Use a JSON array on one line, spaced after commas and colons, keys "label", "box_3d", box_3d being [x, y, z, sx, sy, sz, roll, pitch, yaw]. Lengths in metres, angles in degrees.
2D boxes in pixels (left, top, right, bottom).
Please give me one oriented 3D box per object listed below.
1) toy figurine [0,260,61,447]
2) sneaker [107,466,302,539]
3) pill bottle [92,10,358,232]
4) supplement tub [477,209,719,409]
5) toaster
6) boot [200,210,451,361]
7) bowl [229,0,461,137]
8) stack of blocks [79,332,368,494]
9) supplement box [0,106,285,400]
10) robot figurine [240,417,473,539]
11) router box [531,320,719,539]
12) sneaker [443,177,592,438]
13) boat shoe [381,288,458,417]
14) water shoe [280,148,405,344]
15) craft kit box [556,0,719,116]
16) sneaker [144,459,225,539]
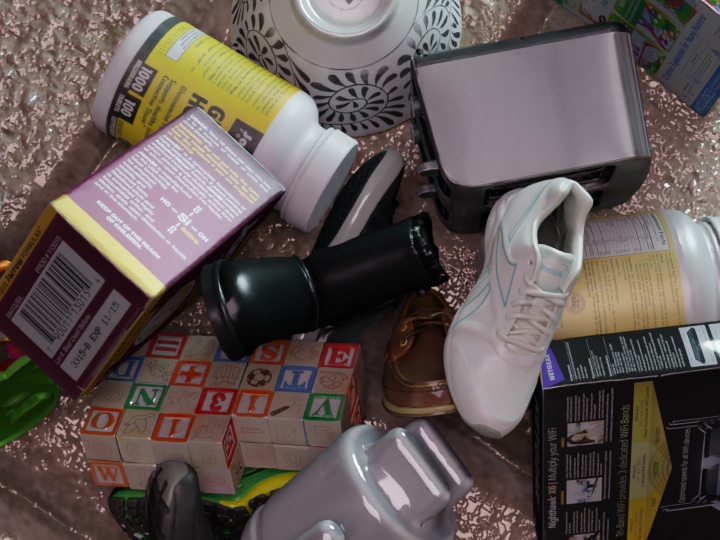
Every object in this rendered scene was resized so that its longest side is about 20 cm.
[{"label": "toy figurine", "box_3d": [-0.320, 0.031, 1.354, 0.199, 0.150, 0.185, -33, 70, 17]}, {"label": "sneaker", "box_3d": [-0.103, 0.173, 1.372, 0.199, 0.078, 0.085, -9, 43, 5]}, {"label": "pill bottle", "box_3d": [-0.107, -0.117, 1.396, 0.199, 0.112, 0.113, 30, 81, 6]}, {"label": "supplement tub", "box_3d": [0.199, 0.029, 1.353, 0.199, 0.145, 0.146, -6, 79, -2]}, {"label": "toaster", "box_3d": [0.138, -0.113, 1.364, 0.199, 0.181, 0.119, -10, 80, -1]}, {"label": "boot", "box_3d": [-0.022, 0.008, 1.269, 0.161, 0.198, 0.074, -17, 86, 8]}, {"label": "bowl", "box_3d": [-0.012, -0.220, 1.427, 0.199, 0.094, 0.202, 0, 79, -1]}, {"label": "stack of blocks", "box_3d": [-0.103, 0.111, 1.334, 0.199, 0.059, 0.116, 2, 42, 12]}, {"label": "supplement box", "box_3d": [-0.167, -0.016, 1.285, 0.103, 0.131, 0.200, 42, 38, 3]}, {"label": "robot figurine", "box_3d": [-0.010, 0.192, 1.260, 0.200, 0.169, 0.113, -43, 74, 23]}, {"label": "router box", "box_3d": [0.211, 0.133, 1.313, 0.156, 0.201, 0.052, -6, 41, -2]}, {"label": "sneaker", "box_3d": [0.114, 0.020, 1.227, 0.070, 0.080, 0.201, 23, 67, -20]}, {"label": "boat shoe", "box_3d": [0.049, 0.062, 1.315, 0.071, 0.200, 0.068, -6, 102, 2]}, {"label": "water shoe", "box_3d": [0.000, 0.000, 1.407, 0.079, 0.071, 0.201, 27, 85, -15]}, {"label": "craft kit box", "box_3d": [0.228, -0.224, 1.375, 0.197, 0.200, 0.049, 37, 81, 5]}, {"label": "sneaker", "box_3d": [-0.123, 0.223, 1.318, 0.079, 0.201, 0.076, -7, 36, -11]}]
